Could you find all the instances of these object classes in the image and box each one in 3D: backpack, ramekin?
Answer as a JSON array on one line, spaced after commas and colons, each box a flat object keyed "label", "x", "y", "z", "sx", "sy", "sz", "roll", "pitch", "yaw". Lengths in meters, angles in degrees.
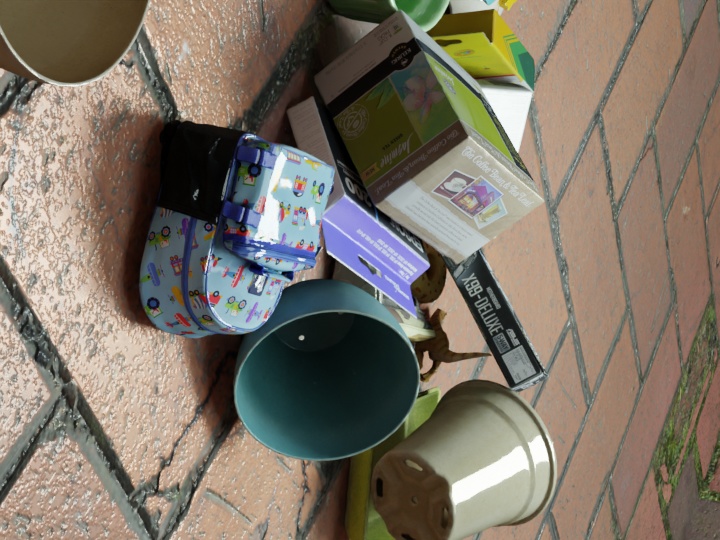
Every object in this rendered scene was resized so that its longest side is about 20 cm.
[{"label": "backpack", "x": -0.125, "y": -0.027, "z": 1.408, "sx": 0.182, "sy": 0.134, "sz": 0.202, "roll": 24, "pitch": 79, "yaw": -62}, {"label": "ramekin", "x": 0.031, "y": -0.375, "z": 1.645, "sx": 0.200, "sy": 0.097, "sz": 0.202, "roll": -28, "pitch": 122, "yaw": -58}]

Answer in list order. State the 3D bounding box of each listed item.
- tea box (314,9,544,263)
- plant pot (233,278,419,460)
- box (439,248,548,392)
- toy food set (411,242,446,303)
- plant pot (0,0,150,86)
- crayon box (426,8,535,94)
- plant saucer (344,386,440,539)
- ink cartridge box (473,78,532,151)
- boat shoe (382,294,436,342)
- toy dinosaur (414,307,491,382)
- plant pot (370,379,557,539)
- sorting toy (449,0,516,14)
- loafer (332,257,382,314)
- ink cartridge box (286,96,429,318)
[{"label": "tea box", "x": 0.078, "y": -0.146, "z": 1.623, "sx": 0.200, "sy": 0.133, "sz": 0.198, "roll": 32, "pitch": 27, "yaw": -53}, {"label": "plant pot", "x": -0.044, "y": 0.087, "z": 1.574, "sx": 0.135, "sy": 0.198, "sz": 0.201, "roll": -104, "pitch": -178, "yaw": -56}, {"label": "box", "x": 0.176, "y": 0.060, "z": 1.878, "sx": 0.201, "sy": 0.049, "sz": 0.158, "roll": 63, "pitch": 6, "yaw": 11}, {"label": "toy food set", "x": 0.079, "y": -0.069, "z": 1.889, "sx": 0.198, "sy": 0.048, "sz": 0.201, "roll": 51, "pitch": 54, "yaw": -56}, {"label": "plant pot", "x": -0.262, "y": -0.243, "z": 1.066, "sx": 0.200, "sy": 0.133, "sz": 0.202, "roll": -31, "pitch": 126, "yaw": -57}, {"label": "crayon box", "x": 0.135, "y": -0.278, "z": 1.843, "sx": 0.200, "sy": 0.126, "sz": 0.051, "roll": 33, "pitch": 59, "yaw": -62}, {"label": "plant saucer", "x": 0.037, "y": 0.261, "z": 1.907, "sx": 0.200, "sy": 0.048, "sz": 0.202, "roll": -9, "pitch": 106, "yaw": -62}, {"label": "ink cartridge box", "x": 0.127, "y": -0.143, "z": 1.834, "sx": 0.161, "sy": 0.050, "sz": 0.202, "roll": -1, "pitch": 114, "yaw": -37}, {"label": "boat shoe", "x": 0.053, "y": 0.060, "z": 1.839, "sx": 0.200, "sy": 0.073, "sz": 0.065, "roll": 10, "pitch": 76, "yaw": -78}, {"label": "toy dinosaur", "x": 0.100, "y": 0.103, "z": 1.923, "sx": 0.107, "sy": 0.060, "sz": 0.200, "roll": -56, "pitch": -161, "yaw": 12}, {"label": "plant pot", "x": 0.117, "y": 0.263, "z": 1.834, "sx": 0.183, "sy": 0.199, "sz": 0.202, "roll": -22, "pitch": 118, "yaw": -46}, {"label": "sorting toy", "x": 0.170, "y": -0.381, "z": 1.951, "sx": 0.200, "sy": 0.106, "sz": 0.181, "roll": -42, "pitch": 153, "yaw": -51}, {"label": "loafer", "x": 0.000, "y": 0.000, "z": 1.737, "sx": 0.063, "sy": 0.071, "sz": 0.202, "roll": -26, "pitch": 118, "yaw": -67}, {"label": "ink cartridge box", "x": 0.006, "y": -0.069, "z": 1.607, "sx": 0.198, "sy": 0.043, "sz": 0.201, "roll": 36, "pitch": 31, "yaw": -51}]
